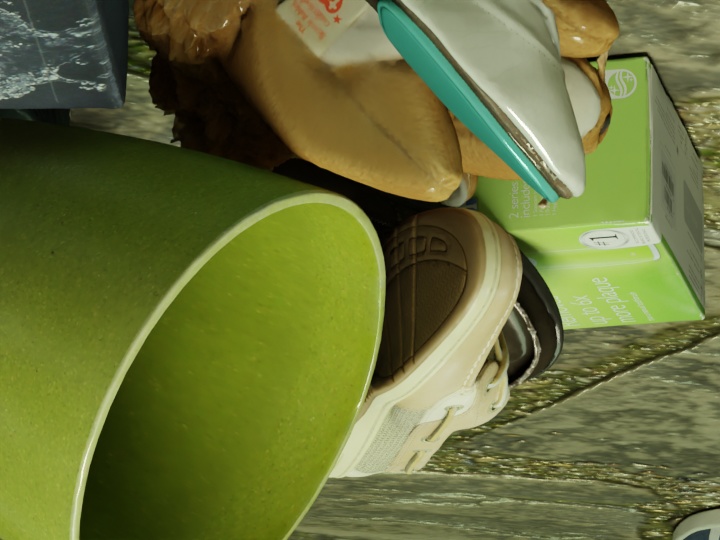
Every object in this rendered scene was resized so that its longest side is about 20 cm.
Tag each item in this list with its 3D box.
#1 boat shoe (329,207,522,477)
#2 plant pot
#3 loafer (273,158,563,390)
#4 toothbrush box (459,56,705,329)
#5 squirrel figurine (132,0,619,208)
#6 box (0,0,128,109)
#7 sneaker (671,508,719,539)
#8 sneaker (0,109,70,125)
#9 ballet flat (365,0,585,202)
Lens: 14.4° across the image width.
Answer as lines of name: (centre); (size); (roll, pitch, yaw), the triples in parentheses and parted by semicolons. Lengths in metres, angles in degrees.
boat shoe: (0.031, 0.035, 1.195); (0.065, 0.072, 0.200); (9, 150, -18)
plant pot: (-0.124, 0.015, 1.127); (0.200, 0.187, 0.187); (28, 174, 28)
loafer: (0.000, 0.000, 1.258); (0.200, 0.071, 0.073); (32, 127, -12)
toothbrush box: (0.055, -0.029, 1.363); (0.200, 0.086, 0.146); (-3, 160, 16)
squirrel figurine: (0.010, -0.093, 1.156); (0.200, 0.142, 0.187); (8, 176, 23)
box: (-0.187, -0.143, 0.994); (0.200, 0.118, 0.197); (-1, 161, 1)
sneaker: (0.291, 0.215, 2.067); (0.075, 0.085, 0.200); (10, 160, -24)
sneaker: (-0.182, -0.048, 1.333); (0.084, 0.075, 0.200); (5, 161, -11)
ballet flat: (0.020, -0.111, 1.013); (0.200, 0.069, 0.069); (43, 164, 11)
